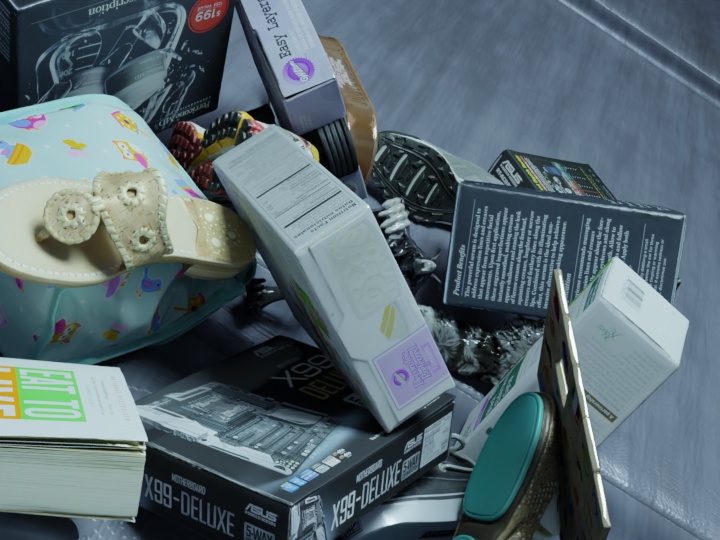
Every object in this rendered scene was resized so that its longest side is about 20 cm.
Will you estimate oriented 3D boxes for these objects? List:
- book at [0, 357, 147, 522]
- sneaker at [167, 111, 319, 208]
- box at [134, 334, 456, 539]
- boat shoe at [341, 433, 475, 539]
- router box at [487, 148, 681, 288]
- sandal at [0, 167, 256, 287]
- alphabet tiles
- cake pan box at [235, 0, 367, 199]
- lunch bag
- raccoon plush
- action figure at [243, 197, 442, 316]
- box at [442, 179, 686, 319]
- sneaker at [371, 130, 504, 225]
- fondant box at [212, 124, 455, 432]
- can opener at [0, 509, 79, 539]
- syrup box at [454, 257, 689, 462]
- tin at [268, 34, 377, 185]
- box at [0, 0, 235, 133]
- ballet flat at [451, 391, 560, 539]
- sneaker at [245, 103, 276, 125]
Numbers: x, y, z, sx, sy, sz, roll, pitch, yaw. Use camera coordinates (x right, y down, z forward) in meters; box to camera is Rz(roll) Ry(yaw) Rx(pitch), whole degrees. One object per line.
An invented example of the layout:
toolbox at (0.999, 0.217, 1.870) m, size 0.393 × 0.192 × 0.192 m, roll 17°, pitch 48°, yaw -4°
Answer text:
book at (-0.227, 0.083, 0.716) m, size 0.197 × 0.049 × 0.134 m, roll 6°, pitch 16°, yaw -20°
sneaker at (-0.103, -0.076, 1.032) m, size 0.081 × 0.079 × 0.199 m, roll 11°, pitch -4°, yaw -31°
box at (-0.052, 0.112, 0.848) m, size 0.156 × 0.051 × 0.199 m, roll 18°, pitch 23°, yaw 30°
boat shoe at (0.063, 0.162, 0.940) m, size 0.197 × 0.074 × 0.069 m, roll 0°, pitch 58°, yaw -32°
router box at (0.240, -0.039, 1.413) m, size 0.148 × 0.062 × 0.201 m, roll 6°, pitch 41°, yaw -42°
sandal at (-0.135, -0.039, 0.804) m, size 0.210 × 0.070 × 0.078 m, roll 3°, pitch 54°, yaw -49°
alphabet tiles at (0.138, 0.120, 0.859) m, size 0.007 × 0.201 × 0.170 m, roll -7°, pitch 62°, yaw 0°
cake pan box at (-0.058, -0.168, 1.080) m, size 0.185 × 0.052 × 0.202 m, roll 70°, pitch -3°, yaw -61°
lunch bag at (-0.187, -0.030, 0.911) m, size 0.199 × 0.123 × 0.171 m, roll -19°, pitch 59°, yaw -48°
raccoon plush at (0.151, 0.059, 1.165) m, size 0.199 × 0.097 × 0.134 m, roll 36°, pitch 22°, yaw 2°
action figure at (0.000, 0.000, 1.049) m, size 0.197 × 0.121 × 0.102 m, roll -1°, pitch 4°, yaw -28°
box at (0.178, -0.016, 1.157) m, size 0.197 × 0.109 × 0.148 m, roll 9°, pitch 6°, yaw 6°
sneaker at (0.083, -0.088, 1.328) m, size 0.198 × 0.074 × 0.080 m, roll 26°, pitch 21°, yaw -28°
fondant box at (-0.023, -0.001, 0.868) m, size 0.146 × 0.058 × 0.200 m, roll 63°, pitch -8°, yaw -28°
can opener at (-0.140, 0.182, 0.709) m, size 0.198 × 0.067 × 0.054 m, roll 23°, pitch 32°, yaw -9°
syrup box at (0.159, 0.096, 1.001) m, size 0.081 × 0.201 × 0.079 m, roll 40°, pitch 30°, yaw 0°
tin at (-0.039, -0.147, 1.233) m, size 0.041 × 0.113 × 0.201 m, roll 12°, pitch 36°, yaw -33°
box at (-0.204, -0.190, 0.998) m, size 0.198 × 0.183 × 0.104 m, roll -27°, pitch 63°, yaw -31°
ballet flat at (0.095, 0.182, 0.866) m, size 0.065 × 0.202 × 0.070 m, roll 32°, pitch -11°, yaw -22°
sneaker at (-0.087, -0.090, 1.153) m, size 0.200 × 0.059 × 0.106 m, roll -135°, pitch -155°, yaw -79°
